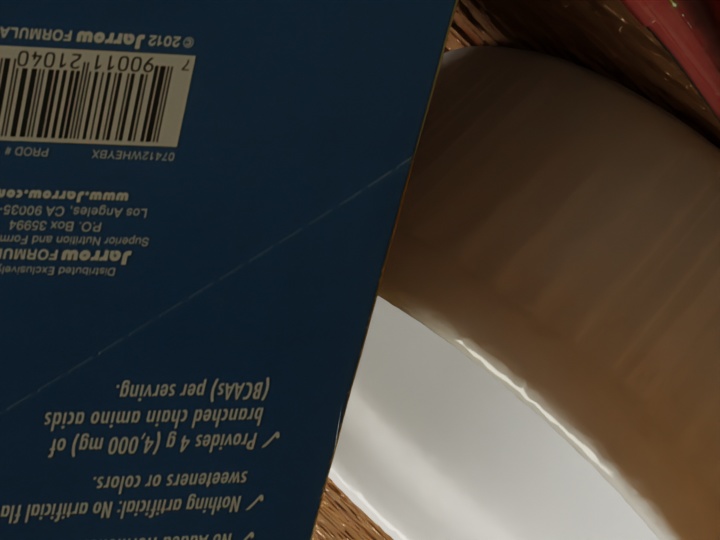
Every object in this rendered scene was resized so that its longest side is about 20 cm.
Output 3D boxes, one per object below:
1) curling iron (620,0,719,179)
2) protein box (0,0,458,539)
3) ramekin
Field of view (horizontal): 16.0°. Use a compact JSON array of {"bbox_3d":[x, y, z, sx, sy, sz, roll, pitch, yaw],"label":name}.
[{"bbox_3d":[0.072,-0.071,0.608,0.200,0.026,0.050,58,-171,-17],"label":"curling iron"},{"bbox_3d":[-0.109,-0.018,0.635,0.135,0.198,0.200,53,136,51],"label":"protein box"},{"bbox_3d":[0.059,0.028,0.753,0.200,0.098,0.201,37,162,15],"label":"ramekin"}]
